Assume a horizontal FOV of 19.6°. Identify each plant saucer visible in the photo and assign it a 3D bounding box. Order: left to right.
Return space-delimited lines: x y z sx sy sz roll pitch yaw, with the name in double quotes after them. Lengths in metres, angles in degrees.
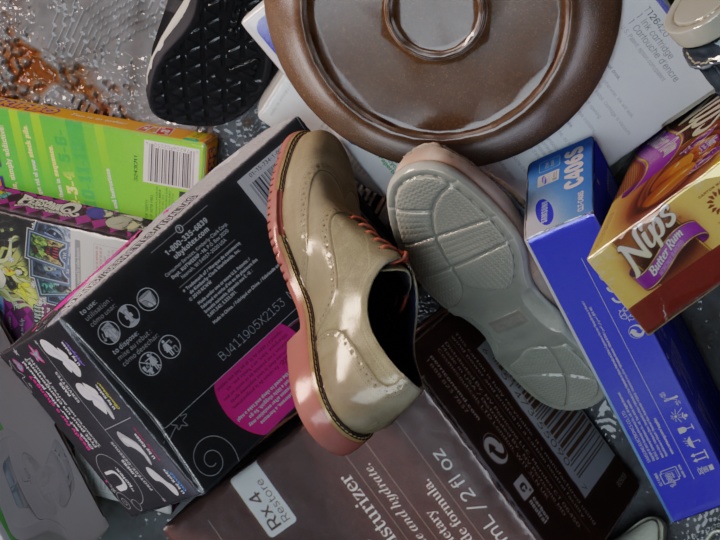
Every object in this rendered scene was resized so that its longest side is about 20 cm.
0.042 -0.145 1.133 0.198 0.032 0.202 3 112 8 "plant saucer"

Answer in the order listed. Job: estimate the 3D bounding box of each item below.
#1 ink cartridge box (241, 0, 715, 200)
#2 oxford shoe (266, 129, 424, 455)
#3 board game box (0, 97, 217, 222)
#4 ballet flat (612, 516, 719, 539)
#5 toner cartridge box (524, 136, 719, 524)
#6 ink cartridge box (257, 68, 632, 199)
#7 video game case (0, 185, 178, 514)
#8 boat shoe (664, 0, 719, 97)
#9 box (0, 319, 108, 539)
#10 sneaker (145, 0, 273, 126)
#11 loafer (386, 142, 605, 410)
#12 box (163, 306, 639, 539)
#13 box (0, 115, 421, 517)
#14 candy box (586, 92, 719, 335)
0.070 -0.128 1.176 0.199 0.047 0.198 -36 104 18 "ink cartridge box"
0.000 0.000 1.136 0.075 0.070 0.201 -30 54 29 "oxford shoe"
-0.188 -0.055 1.344 0.198 0.030 0.096 10 111 15 "board game box"
0.197 0.189 1.253 0.198 0.068 0.073 9 89 18 "ballet flat"
0.153 0.034 1.170 0.043 0.095 0.201 -22 114 16 "toner cartridge box"
0.063 -0.108 1.234 0.199 0.050 0.163 31 115 -10 "ink cartridge box"
-0.197 0.049 1.359 0.180 0.036 0.201 12 119 17 "video game case"
0.238 -0.169 1.082 0.062 0.200 0.075 50 155 -24 "boat shoe"
-0.289 0.121 1.360 0.176 0.097 0.201 -16 106 34 "box"
-0.076 -0.173 1.251 0.071 0.083 0.201 14 134 -15 "sneaker"
0.081 -0.004 1.182 0.071 0.063 0.200 -17 127 31 "loafer"
0.029 0.141 1.242 0.200 0.164 0.166 -37 90 26 "box"
-0.087 0.027 1.216 0.132 0.200 0.115 51 150 -7 "box"
0.194 -0.053 1.099 0.116 0.200 0.057 -37 98 26 "candy box"
